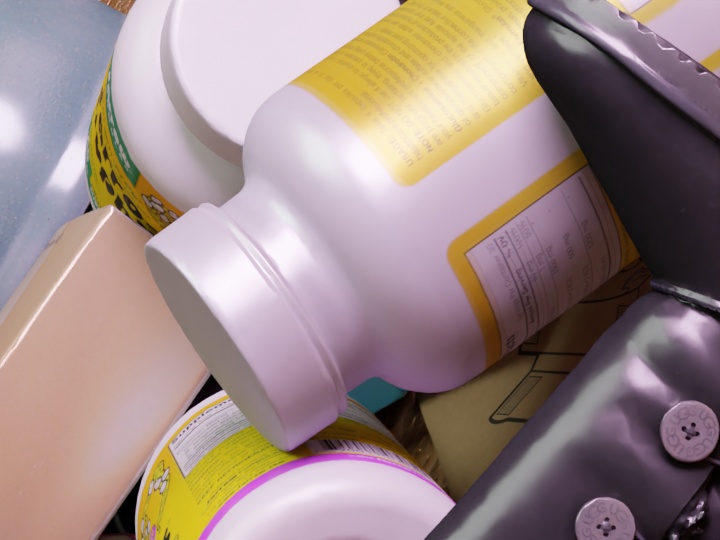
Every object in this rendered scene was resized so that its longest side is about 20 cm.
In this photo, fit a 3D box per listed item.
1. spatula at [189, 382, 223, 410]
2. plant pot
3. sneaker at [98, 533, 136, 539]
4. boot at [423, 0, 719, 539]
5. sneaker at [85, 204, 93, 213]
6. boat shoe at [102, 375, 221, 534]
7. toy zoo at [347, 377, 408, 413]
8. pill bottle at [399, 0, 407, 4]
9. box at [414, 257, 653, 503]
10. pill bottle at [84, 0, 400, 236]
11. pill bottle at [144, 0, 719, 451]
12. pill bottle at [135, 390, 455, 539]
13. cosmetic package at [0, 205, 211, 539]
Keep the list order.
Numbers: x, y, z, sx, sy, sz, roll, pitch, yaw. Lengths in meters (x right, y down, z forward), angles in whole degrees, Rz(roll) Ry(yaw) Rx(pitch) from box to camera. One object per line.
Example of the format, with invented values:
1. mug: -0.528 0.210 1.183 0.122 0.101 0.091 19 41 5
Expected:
1. spatula: 0.000 0.000 1.079 0.200 0.021 0.057 -47 12 22
2. plant pot: -0.195 -0.055 1.267 0.201 0.134 0.201 -56 13 20
3. sneaker: -0.127 0.188 1.118 0.200 0.074 0.088 -46 28 27
4. boot: 0.063 0.037 0.836 0.200 0.165 0.066 -53 -6 7
5. sneaker: -0.098 -0.002 1.274 0.088 0.074 0.200 -39 24 26
6. boat shoe: -0.097 0.097 1.186 0.200 0.069 0.057 -39 28 30
7. toy zoo: 0.037 -0.008 1.068 0.200 0.020 0.132 -34 22 55
8. pill bottle: 0.051 -0.201 1.225 0.200 0.119 0.120 -54 23 5
9. box: 0.089 0.023 0.972 0.164 0.021 0.200 -49 22 14
10. pill bottle: -0.041 -0.060 1.052 0.113 0.112 0.200 -61 4 -14
11. pill bottle: 0.033 -0.032 0.910 0.200 0.112 0.112 -35 20 -12
12. pill bottle: -0.022 0.097 0.971 0.105 0.104 0.200 -55 14 1
13. cosmetic package: -0.135 0.078 1.073 0.201 0.071 0.105 -56 12 -16
